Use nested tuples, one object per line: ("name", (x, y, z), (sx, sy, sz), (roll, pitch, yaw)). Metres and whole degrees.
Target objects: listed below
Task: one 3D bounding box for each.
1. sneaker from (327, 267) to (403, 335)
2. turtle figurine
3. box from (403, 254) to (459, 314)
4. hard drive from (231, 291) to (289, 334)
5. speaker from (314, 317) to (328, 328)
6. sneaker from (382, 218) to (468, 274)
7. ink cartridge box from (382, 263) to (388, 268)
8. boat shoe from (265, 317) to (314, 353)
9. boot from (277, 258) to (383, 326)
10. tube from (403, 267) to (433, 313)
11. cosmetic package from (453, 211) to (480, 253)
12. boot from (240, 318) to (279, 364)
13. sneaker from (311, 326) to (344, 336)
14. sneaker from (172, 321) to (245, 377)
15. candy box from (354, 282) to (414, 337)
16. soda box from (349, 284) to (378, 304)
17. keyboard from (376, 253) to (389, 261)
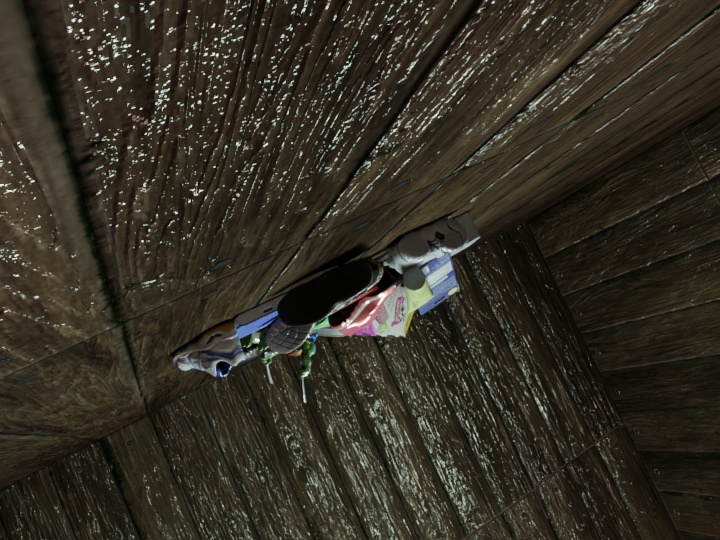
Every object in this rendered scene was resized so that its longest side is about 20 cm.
("sneaker", (0.018, 0.071, 1.526), (0.198, 0.074, 0.087), (-38, 137, 3))
("turtle figurine", (-0.192, 0.216, 1.611), (0.192, 0.144, 0.202), (29, 104, -44))
("box", (0.168, 0.023, 1.598), (0.119, 0.033, 0.201), (-33, 147, -4))
("hard drive", (-0.218, 0.103, 1.390), (0.130, 0.026, 0.199), (-25, 174, -29))
("speaker", (-0.098, 0.095, 1.619), (0.087, 0.090, 0.200), (-26, 175, 1))
("sneaker", (0.139, -0.052, 1.480), (0.196, 0.077, 0.114), (-18, 171, -35))
("ink cartridge box", (0.080, 0.024, 1.759), (0.196, 0.069, 0.116), (-26, -162, -12))
("boat shoe", (-0.123, 0.097, 1.417), (0.199, 0.076, 0.072), (-43, -172, 22))
("boot", (-0.050, 0.039, 1.300), (0.200, 0.075, 0.153), (-28, 178, 15))
("tube", (0.131, 0.050, 1.523), (0.056, 0.053, 0.201), (8, 163, 11))
("cosmetic package", (0.184, -0.056, 1.637), (0.196, 0.076, 0.102), (-27, 173, -11))
("boot", (-0.283, 0.194, 1.715), (0.151, 0.075, 0.203), (-20, 170, -34))
("sneaker", (-0.132, 0.112, 1.816), (0.194, 0.116, 0.071), (4, -176, 12))
("sneaker", (-0.300, 0.175, 1.324), (0.198, 0.090, 0.074), (-30, 176, 43))
("candy box", (0.045, 0.085, 1.635), (0.196, 0.140, 0.061), (6, -162, -42))
("soda box", (-0.063, 0.054, 1.468), (0.196, 0.071, 0.063), (-29, 174, 13))
("keyboard", (0.000, 0.000, 1.635), (0.196, 0.011, 0.056), (-28, 180, 0))
